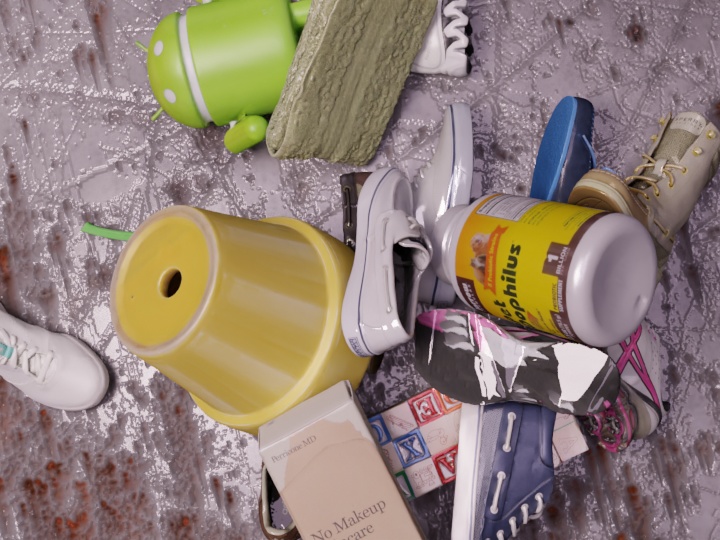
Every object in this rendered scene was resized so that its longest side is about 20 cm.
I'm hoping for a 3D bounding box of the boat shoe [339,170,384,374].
[{"bbox_3d":[0.000,0.000,0.990,0.063,0.073,0.205,2,76,9],"label":"boat shoe"}]

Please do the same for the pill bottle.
[{"bbox_3d":[0.152,-0.007,0.877,0.108,0.198,0.112,-9,105,-36],"label":"pill bottle"}]

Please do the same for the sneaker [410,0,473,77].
[{"bbox_3d":[0.073,-0.298,1.010,0.079,0.075,0.205,-1,84,12],"label":"sneaker"}]

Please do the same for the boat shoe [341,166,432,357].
[{"bbox_3d":[0.034,-0.014,0.899,0.064,0.074,0.203,-14,52,29],"label":"boat shoe"}]

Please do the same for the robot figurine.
[{"bbox_3d":[-0.122,-0.209,0.988,0.196,0.116,0.179,-12,93,3],"label":"robot figurine"}]

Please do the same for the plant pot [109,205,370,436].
[{"bbox_3d":[-0.113,0.036,0.892,0.198,0.188,0.205,-12,67,31],"label":"plant pot"}]

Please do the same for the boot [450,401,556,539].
[{"bbox_3d":[0.129,0.217,0.896,0.088,0.073,0.205,4,85,9],"label":"boot"}]

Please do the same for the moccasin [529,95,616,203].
[{"bbox_3d":[0.205,-0.067,0.983,0.067,0.081,0.204,8,102,-9],"label":"moccasin"}]

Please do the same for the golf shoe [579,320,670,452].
[{"bbox_3d":[0.241,0.065,0.955,0.091,0.072,0.204,-23,105,-26],"label":"golf shoe"}]

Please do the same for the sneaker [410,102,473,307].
[{"bbox_3d":[0.071,-0.068,0.985,0.069,0.073,0.205,7,86,1],"label":"sneaker"}]

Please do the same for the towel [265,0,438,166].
[{"bbox_3d":[-0.008,-0.196,0.950,0.036,0.147,0.203,37,115,37],"label":"towel"}]

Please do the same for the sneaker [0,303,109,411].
[{"bbox_3d":[-0.347,0.079,0.991,0.197,0.089,0.076,28,86,5],"label":"sneaker"}]

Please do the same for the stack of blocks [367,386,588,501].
[{"bbox_3d":[0.106,0.160,0.970,0.197,0.059,0.117,-25,84,1],"label":"stack of blocks"}]

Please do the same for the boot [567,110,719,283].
[{"bbox_3d":[0.269,-0.085,0.922,0.071,0.200,0.156,29,84,35],"label":"boot"}]

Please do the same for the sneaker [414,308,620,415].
[{"bbox_3d":[0.143,0.088,0.908,0.197,0.086,0.082,16,95,24],"label":"sneaker"}]

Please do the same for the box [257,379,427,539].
[{"bbox_3d":[-0.004,0.207,0.841,0.094,0.078,0.203,-28,98,-1],"label":"box"}]

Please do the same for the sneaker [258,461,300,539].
[{"bbox_3d":[-0.061,0.165,0.971,0.069,0.076,0.205,3,86,4],"label":"sneaker"}]

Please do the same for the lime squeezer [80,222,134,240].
[{"bbox_3d":[-0.199,0.003,1.014,0.071,0.038,0.200,-44,85,-1],"label":"lime squeezer"}]
